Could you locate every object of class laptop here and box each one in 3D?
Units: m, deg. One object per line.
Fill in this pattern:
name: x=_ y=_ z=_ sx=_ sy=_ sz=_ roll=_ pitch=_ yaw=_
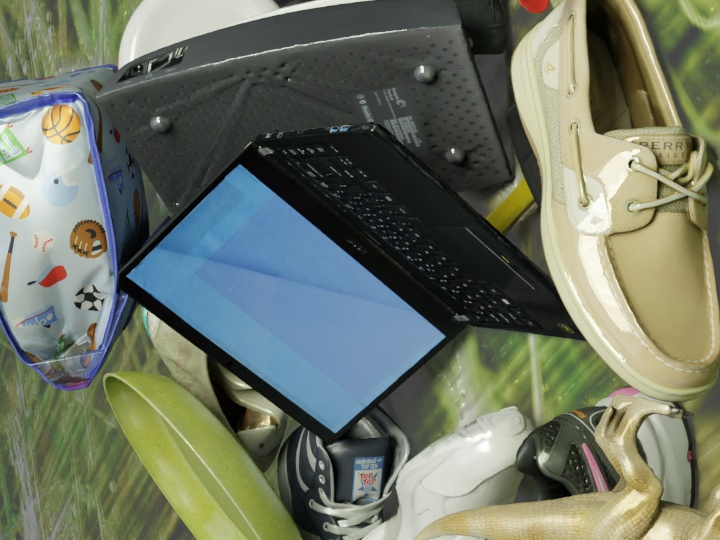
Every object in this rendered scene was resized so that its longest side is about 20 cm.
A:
laptop: x=-0.005 y=0.018 z=0.750 sx=0.104 sy=0.177 sz=0.199 roll=-58 pitch=27 yaw=-15

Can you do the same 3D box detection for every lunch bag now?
lunch bag: x=-0.204 y=-0.033 z=1.001 sx=0.170 sy=0.123 sz=0.202 roll=-91 pitch=-8 yaw=-77

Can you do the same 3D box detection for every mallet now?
mallet: x=0.071 y=-0.033 z=0.775 sx=0.200 sy=0.041 sz=0.066 roll=-40 pitch=63 yaw=62

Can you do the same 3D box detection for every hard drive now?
hard drive: x=-0.027 y=-0.083 z=0.769 sx=0.135 sy=0.198 sz=0.043 roll=62 pitch=-156 yaw=-49

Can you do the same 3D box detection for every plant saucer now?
plant saucer: x=-0.091 y=0.138 z=0.893 sx=0.200 sy=0.031 sz=0.201 roll=46 pitch=159 yaw=23

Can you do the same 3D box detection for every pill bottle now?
pill bottle: x=-0.106 y=-0.126 z=0.965 sx=0.200 sy=0.115 sz=0.117 roll=176 pitch=89 yaw=-81

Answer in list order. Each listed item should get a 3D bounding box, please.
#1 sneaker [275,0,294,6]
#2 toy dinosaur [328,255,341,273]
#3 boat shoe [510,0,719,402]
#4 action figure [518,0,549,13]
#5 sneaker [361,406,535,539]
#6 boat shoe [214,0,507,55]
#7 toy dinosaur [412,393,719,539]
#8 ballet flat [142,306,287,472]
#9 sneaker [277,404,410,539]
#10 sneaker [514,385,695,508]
sneaker: x=-0.053 y=-0.241 z=0.931 sx=0.200 sy=0.073 sz=0.117 roll=2 pitch=99 yaw=63
toy dinosaur: x=0.000 y=0.000 z=0.856 sx=0.047 sy=0.088 sz=0.201 roll=46 pitch=136 yaw=35
boat shoe: x=0.122 y=-0.041 z=0.641 sx=0.065 sy=0.072 sz=0.202 roll=129 pitch=135 yaw=-54
action figure: x=0.070 y=-0.184 z=0.713 sx=0.052 sy=0.065 sz=0.200 roll=55 pitch=-173 yaw=-35
sneaker: x=0.063 y=0.156 z=0.798 sx=0.100 sy=0.077 sz=0.201 roll=53 pitch=144 yaw=24
boat shoe: x=-0.011 y=-0.127 z=0.804 sx=0.199 sy=0.075 sz=0.061 roll=-11 pitch=97 yaw=34
toy dinosaur: x=0.114 y=0.105 z=0.599 sx=0.198 sy=0.058 sz=0.102 roll=13 pitch=86 yaw=21
ballet flat: x=-0.079 y=0.079 z=0.916 sx=0.062 sy=0.068 sz=0.201 roll=7 pitch=146 yaw=26
sneaker: x=-0.002 y=0.175 z=0.909 sx=0.109 sy=0.069 sz=0.201 roll=124 pitch=136 yaw=-53
sneaker: x=0.109 y=0.160 z=0.681 sx=0.080 sy=0.086 sz=0.202 roll=-7 pitch=89 yaw=64
